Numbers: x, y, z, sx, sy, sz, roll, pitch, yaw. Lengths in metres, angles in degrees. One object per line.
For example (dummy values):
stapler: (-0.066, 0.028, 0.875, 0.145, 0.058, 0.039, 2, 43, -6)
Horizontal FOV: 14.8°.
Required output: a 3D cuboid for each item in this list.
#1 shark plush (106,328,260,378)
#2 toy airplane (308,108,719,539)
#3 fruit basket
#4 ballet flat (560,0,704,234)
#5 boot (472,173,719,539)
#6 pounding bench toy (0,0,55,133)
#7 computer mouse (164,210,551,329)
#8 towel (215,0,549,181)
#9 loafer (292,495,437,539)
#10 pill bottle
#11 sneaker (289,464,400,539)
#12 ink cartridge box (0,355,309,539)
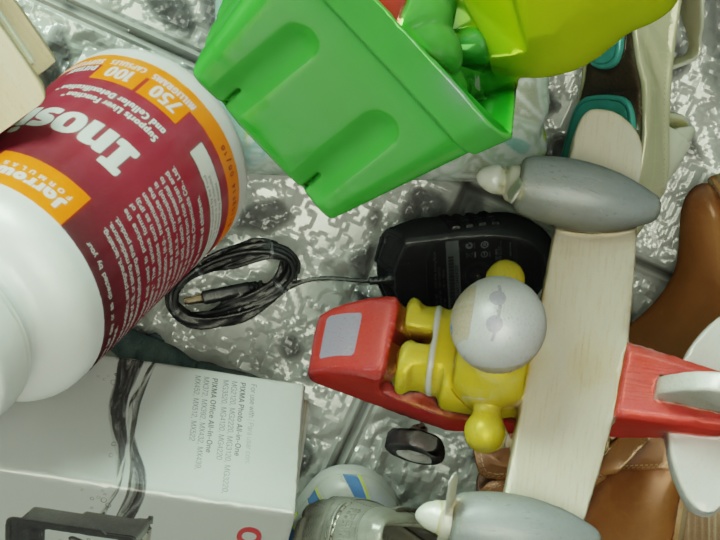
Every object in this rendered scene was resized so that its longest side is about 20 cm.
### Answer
shark plush: (-0.134, 0.023, 1.374, 0.199, 0.091, 0.084, 18, 68, -3)
toy airplane: (0.089, 0.046, 1.296, 0.199, 0.141, 0.200, -36, 62, 3)
fruit basket: (0.041, -0.134, 1.241, 0.215, 0.216, 0.156, -43, 103, 4)
ballet flat: (0.140, -0.092, 1.378, 0.069, 0.069, 0.202, 3, 99, -5)
boot: (0.127, 0.054, 1.400, 0.153, 0.074, 0.202, -2, 96, 2)
pounding bench toy: (-0.250, -0.134, 1.285, 0.124, 0.156, 0.201, -34, 101, 2)
computer mouse: (0.000, 0.000, 1.395, 0.198, 0.034, 0.059, -4, 121, -5)
towel: (0.012, -0.145, 1.362, 0.170, 0.048, 0.202, 2, 101, -5)
loafer: (0.051, 0.167, 1.380, 0.199, 0.070, 0.070, 28, 64, -39)
pill bottle: (-0.146, -0.012, 1.287, 0.112, 0.200, 0.114, 16, 128, 22)
sneaker: (-0.012, 0.204, 1.397, 0.075, 0.105, 0.202, 6, 101, -6)
ink cartridge box: (-0.134, 0.116, 1.350, 0.198, 0.084, 0.146, 9, 136, -6)
